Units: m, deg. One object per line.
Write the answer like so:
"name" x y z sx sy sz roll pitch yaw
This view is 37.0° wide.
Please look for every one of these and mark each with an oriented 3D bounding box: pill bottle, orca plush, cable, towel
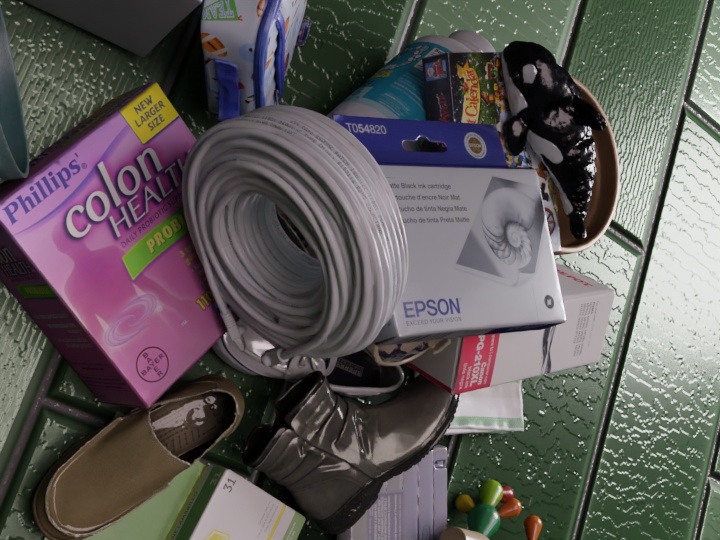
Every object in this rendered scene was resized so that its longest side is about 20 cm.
"pill bottle" 0.058 -0.162 1.078 0.200 0.111 0.111 -45 113 -31
"orca plush" 0.199 -0.127 1.027 0.105 0.071 0.200 -23 105 -38
"cable" -0.050 -0.026 0.813 0.069 0.200 0.200 -36 110 -39
"towel" 0.122 0.077 1.161 0.149 0.031 0.200 5 84 -37

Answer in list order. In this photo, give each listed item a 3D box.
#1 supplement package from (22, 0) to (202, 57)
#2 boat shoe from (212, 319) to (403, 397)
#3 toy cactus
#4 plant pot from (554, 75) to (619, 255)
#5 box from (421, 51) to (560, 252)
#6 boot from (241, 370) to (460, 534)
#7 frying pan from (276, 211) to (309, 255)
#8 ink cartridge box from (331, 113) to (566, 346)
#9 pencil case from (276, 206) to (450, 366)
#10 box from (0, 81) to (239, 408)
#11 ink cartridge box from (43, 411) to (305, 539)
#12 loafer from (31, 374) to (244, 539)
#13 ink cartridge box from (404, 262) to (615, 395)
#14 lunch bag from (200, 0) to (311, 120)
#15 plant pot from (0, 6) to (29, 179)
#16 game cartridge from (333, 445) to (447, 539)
"supplement package" -0.190 -0.310 0.866 0.152 0.151 0.200 23 73 -24
"boat shoe" -0.045 0.074 1.013 0.200 0.065 0.074 16 78 -35
"toy cactus" 0.122 0.297 1.096 0.165 0.102 0.200 44 48 -46
"plant pot" 0.187 -0.114 1.180 0.201 0.093 0.201 4 83 -39
"box" 0.130 -0.109 1.041 0.136 0.038 0.200 -10 97 -39
"boot" -0.004 0.136 0.988 0.200 0.068 0.131 -46 118 -13
"frying pan" -0.080 -0.036 0.968 0.031 0.115 0.190 -30 104 -17
"ink cartridge box" 0.079 -0.042 0.920 0.199 0.041 0.200 -4 77 -37
"pencil case" 0.000 0.000 0.977 0.089 0.200 0.078 0 132 -44
"box" -0.192 -0.020 0.890 0.176 0.097 0.200 -45 112 -30
"ink cartridge box" -0.158 0.233 0.931 0.200 0.048 0.146 40 65 -31
"loafer" -0.180 0.147 0.886 0.200 0.067 0.076 -38 89 -23
"ink cartridge box" 0.126 0.043 1.056 0.200 0.145 0.084 -7 113 -36
"lunch bag" -0.089 -0.215 0.928 0.075 0.200 0.161 13 75 0
"plant pot" -0.325 -0.152 0.758 0.134 0.200 0.201 -11 94 -9
"game cartridge" 0.031 0.278 1.078 0.129 0.038 0.200 4 85 -33
